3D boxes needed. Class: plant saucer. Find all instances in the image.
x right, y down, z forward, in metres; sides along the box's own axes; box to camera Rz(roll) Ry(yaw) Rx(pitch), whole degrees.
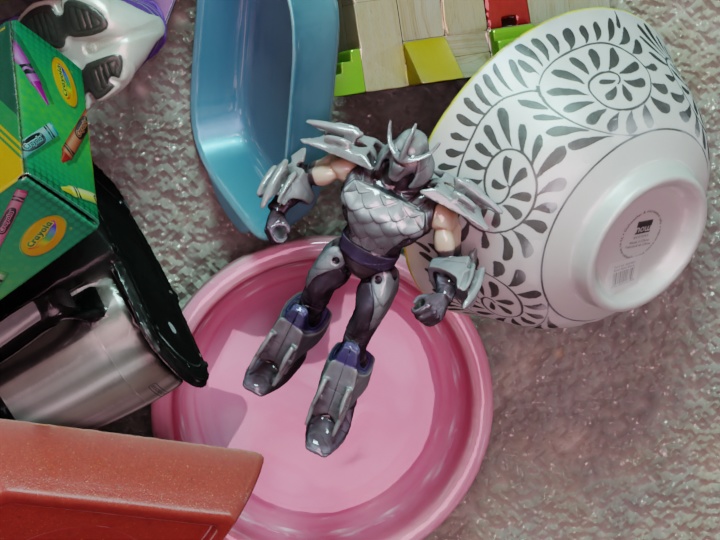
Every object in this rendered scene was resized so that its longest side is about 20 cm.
[{"bbox_3d":[-0.175,0.171,1.578,0.200,0.037,0.200,10,129,-37],"label":"plant saucer"},{"bbox_3d":[-0.024,0.076,1.652,0.200,0.051,0.201,-1,101,-7],"label":"plant saucer"}]

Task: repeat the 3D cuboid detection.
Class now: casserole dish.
[{"bbox_3d":[-0.051,-0.111,1.563,0.039,0.121,0.200,-13,132,-24],"label":"casserole dish"}]

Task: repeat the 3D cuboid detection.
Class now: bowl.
[{"bbox_3d":[0.130,-0.037,1.571,0.201,0.094,0.201,-25,135,-28],"label":"bowl"}]

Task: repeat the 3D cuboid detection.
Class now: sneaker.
[{"bbox_3d":[-0.194,-0.106,1.560,0.200,0.083,0.081,-10,98,24],"label":"sneaker"}]

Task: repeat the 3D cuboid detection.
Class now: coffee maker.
[{"bbox_3d":[-0.212,0.033,1.586,0.200,0.192,0.135,-29,136,5],"label":"coffee maker"}]

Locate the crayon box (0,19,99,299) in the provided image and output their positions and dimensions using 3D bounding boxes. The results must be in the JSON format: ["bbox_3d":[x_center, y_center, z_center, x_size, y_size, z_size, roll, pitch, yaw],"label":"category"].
[{"bbox_3d":[-0.230,-0.025,1.476,0.200,0.119,0.058,-35,133,23],"label":"crayon box"}]

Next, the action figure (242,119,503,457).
[{"bbox_3d":[0.000,0.000,1.530,0.130,0.069,0.200,32,126,13],"label":"action figure"}]

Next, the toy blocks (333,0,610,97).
[{"bbox_3d":[0.058,-0.177,1.597,0.200,0.100,0.137,-9,93,-15],"label":"toy blocks"}]

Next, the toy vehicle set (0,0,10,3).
[{"bbox_3d":[-0.256,-0.194,1.527,0.200,0.027,0.124,-11,94,27],"label":"toy vehicle set"}]

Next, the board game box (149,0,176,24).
[{"bbox_3d":[-0.153,-0.250,1.572,0.165,0.057,0.200,20,98,-8],"label":"board game box"}]
